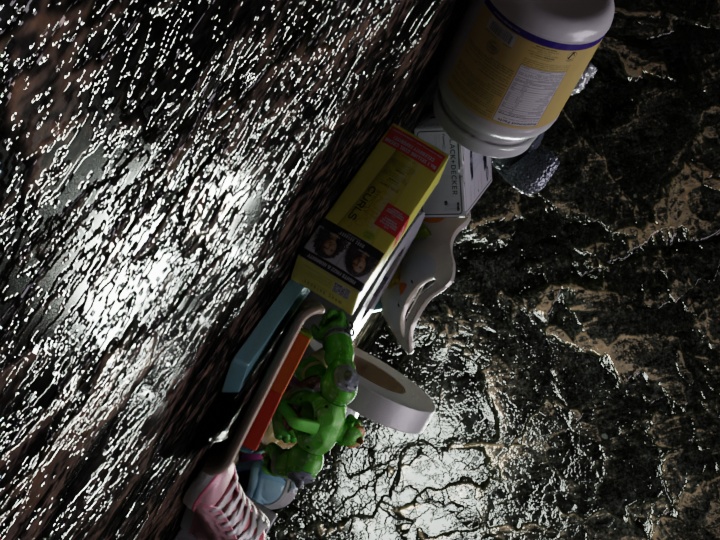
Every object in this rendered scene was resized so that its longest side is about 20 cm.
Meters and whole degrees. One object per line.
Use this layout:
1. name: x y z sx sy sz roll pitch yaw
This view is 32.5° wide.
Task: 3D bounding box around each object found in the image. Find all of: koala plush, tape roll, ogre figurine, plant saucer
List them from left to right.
1. plant saucer: -0.076 0.037 1.232 0.200 0.019 0.070 -57 175 -35
2. ogre figurine: -0.052 0.154 1.349 0.200 0.098 0.120 -48 -156 5
3. tape roll: 0.000 0.000 1.484 0.201 0.066 0.200 -59 176 -8
4. tape roll: 0.006 0.149 1.641 0.037 0.203 0.203 -60 175 7
5. koala plush: 0.222 -0.245 1.751 0.200 0.177 0.184 -62 -174 22

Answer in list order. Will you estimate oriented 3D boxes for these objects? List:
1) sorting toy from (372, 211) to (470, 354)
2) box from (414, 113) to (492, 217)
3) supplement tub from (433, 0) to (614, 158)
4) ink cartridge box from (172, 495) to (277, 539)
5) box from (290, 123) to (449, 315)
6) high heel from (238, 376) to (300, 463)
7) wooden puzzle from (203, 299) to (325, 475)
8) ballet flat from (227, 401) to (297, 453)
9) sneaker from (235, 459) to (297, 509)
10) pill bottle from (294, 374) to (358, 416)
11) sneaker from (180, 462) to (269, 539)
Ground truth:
1. sorting toy: 0.070 0.013 1.614 0.200 0.107 0.180 -62 -156 24
2. box: 0.122 -0.147 1.586 0.200 0.060 0.117 -50 137 -67
3. supplement tub: 0.168 -0.232 1.321 0.145 0.145 0.200 -55 173 -42
4. ink cartridge box: -0.194 0.364 1.527 0.200 0.095 0.037 -58 176 -14
5. box: 0.012 -0.054 1.239 0.200 0.075 0.050 -55 173 -33
6. high heel: -0.095 0.216 1.631 0.200 0.096 0.067 -63 174 35
7. wooden puzzle: -0.094 0.120 1.291 0.200 0.037 0.185 -58 -176 -2
8. ballet flat: -0.094 0.187 1.492 0.200 0.069 0.063 18 88 -72
9. sneaker: -0.162 0.288 1.640 0.200 0.082 0.074 -36 -143 46
10. pill bottle: -0.057 0.188 1.754 0.111 0.111 0.200 -59 175 -5
11. sneaker: -0.149 0.278 1.432 0.075 0.105 0.200 -54 172 -30
